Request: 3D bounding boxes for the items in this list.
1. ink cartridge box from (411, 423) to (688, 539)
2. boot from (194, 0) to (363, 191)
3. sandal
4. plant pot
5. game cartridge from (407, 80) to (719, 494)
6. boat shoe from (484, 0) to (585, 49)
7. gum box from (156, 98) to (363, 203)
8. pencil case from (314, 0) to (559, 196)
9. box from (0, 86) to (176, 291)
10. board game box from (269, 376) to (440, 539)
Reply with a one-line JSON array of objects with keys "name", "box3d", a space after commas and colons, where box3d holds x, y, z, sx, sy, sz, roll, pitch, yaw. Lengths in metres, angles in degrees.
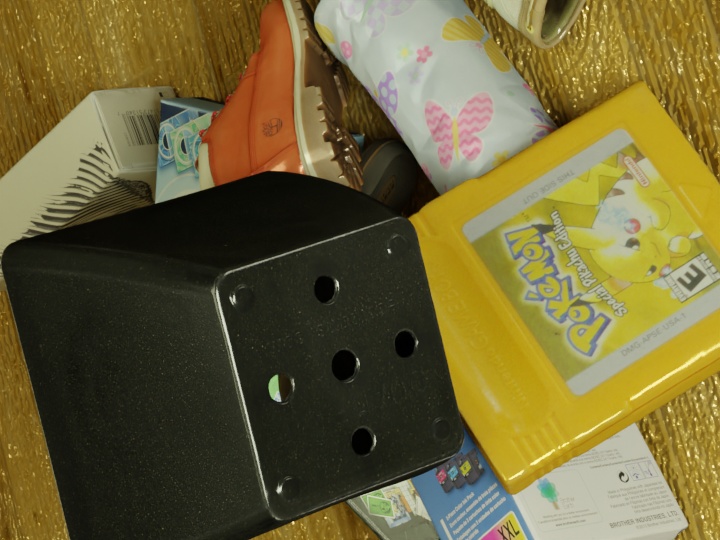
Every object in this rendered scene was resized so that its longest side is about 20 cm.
[{"name": "ink cartridge box", "box3d": [0.091, 0.092, 1.497, 0.076, 0.136, 0.201, -43, 63, 39]}, {"name": "boot", "box3d": [-0.062, -0.107, 1.618, 0.107, 0.075, 0.201, -23, 38, 16]}, {"name": "sandal", "box3d": [0.000, 0.000, 1.579, 0.054, 0.201, 0.082, 17, 141, 19]}, {"name": "plant pot", "box3d": [-0.055, 0.055, 1.398, 0.177, 0.199, 0.201, -5, 100, 55]}, {"name": "game cartridge", "box3d": [0.124, 0.006, 1.431, 0.177, 0.199, 0.032, 56, 172, 26]}, {"name": "boat shoe", "box3d": [0.135, -0.203, 1.460, 0.067, 0.074, 0.200, 52, 148, 12]}, {"name": "gum box", "box3d": [-0.077, -0.007, 1.728, 0.169, 0.044, 0.202, 17, 106, 45]}, {"name": "pencil case", "box3d": [0.050, -0.110, 1.558, 0.091, 0.083, 0.200, -50, 59, 24]}, {"name": "box", "box3d": [-0.210, -0.059, 1.854, 0.200, 0.082, 0.069, -38, 68, 44]}, {"name": "board game box", "box3d": [-0.002, 0.088, 1.628, 0.200, 0.023, 0.105, 46, 115, 14]}]
